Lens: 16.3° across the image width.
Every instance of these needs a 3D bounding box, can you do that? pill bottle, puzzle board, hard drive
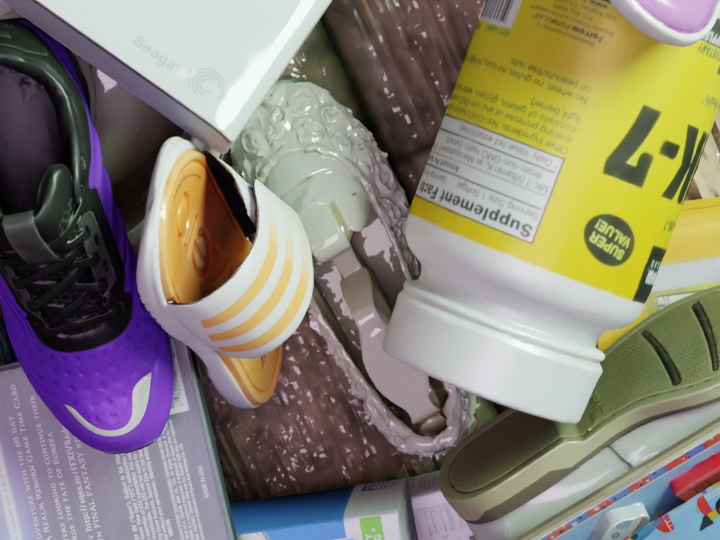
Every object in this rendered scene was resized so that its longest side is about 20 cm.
[{"bbox_3d":[0.087,-0.042,1.108,0.114,0.114,0.200,20,94,-1],"label":"pill bottle"},{"bbox_3d":[0.178,0.119,1.138,0.200,0.017,0.151,-32,133,10],"label":"puzzle board"},{"bbox_3d":[-0.058,-0.167,1.095,0.132,0.026,0.200,35,70,-5],"label":"hard drive"}]

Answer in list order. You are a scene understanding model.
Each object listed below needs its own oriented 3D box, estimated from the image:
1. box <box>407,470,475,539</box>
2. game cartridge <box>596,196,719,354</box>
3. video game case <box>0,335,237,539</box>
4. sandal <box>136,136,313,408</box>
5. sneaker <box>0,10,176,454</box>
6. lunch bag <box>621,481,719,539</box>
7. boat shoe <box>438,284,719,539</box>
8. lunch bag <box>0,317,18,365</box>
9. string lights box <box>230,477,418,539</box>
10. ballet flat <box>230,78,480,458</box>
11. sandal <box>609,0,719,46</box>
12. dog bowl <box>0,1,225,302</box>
[{"bbox_3d":[0.032,0.173,1.229,0.200,0.036,0.145,-14,103,10],"label":"box"},{"bbox_3d":[0.212,0.048,1.181,0.199,0.032,0.177,-7,104,8],"label":"game cartridge"},{"bbox_3d":[-0.160,0.115,1.143,0.200,0.019,0.143,-13,91,4],"label":"video game case"},{"bbox_3d":[-0.046,0.004,1.114,0.059,0.207,0.079,4,69,15],"label":"sandal"},{"bbox_3d":[-0.134,-0.011,1.076,0.069,0.100,0.201,-16,97,4],"label":"sneaker"},{"bbox_3d":[0.168,0.188,1.137,0.150,0.200,0.094,-32,55,7],"label":"lunch bag"},{"bbox_3d":[0.137,0.072,1.148,0.200,0.075,0.068,-28,118,15],"label":"boat shoe"},{"bbox_3d":[-0.273,0.060,1.200,0.161,0.082,0.200,41,104,-7],"label":"lunch bag"},{"bbox_3d":[-0.069,0.166,1.186,0.199,0.059,0.103,-9,100,7],"label":"string lights box"},{"bbox_3d":[0.000,0.000,1.170,0.072,0.072,0.200,-28,100,11],"label":"ballet flat"},{"bbox_3d":[0.133,-0.185,1.049,0.082,0.203,0.050,25,144,-21],"label":"sandal"},{"bbox_3d":[-0.151,-0.090,1.154,0.200,0.074,0.201,1,105,5],"label":"dog bowl"}]
